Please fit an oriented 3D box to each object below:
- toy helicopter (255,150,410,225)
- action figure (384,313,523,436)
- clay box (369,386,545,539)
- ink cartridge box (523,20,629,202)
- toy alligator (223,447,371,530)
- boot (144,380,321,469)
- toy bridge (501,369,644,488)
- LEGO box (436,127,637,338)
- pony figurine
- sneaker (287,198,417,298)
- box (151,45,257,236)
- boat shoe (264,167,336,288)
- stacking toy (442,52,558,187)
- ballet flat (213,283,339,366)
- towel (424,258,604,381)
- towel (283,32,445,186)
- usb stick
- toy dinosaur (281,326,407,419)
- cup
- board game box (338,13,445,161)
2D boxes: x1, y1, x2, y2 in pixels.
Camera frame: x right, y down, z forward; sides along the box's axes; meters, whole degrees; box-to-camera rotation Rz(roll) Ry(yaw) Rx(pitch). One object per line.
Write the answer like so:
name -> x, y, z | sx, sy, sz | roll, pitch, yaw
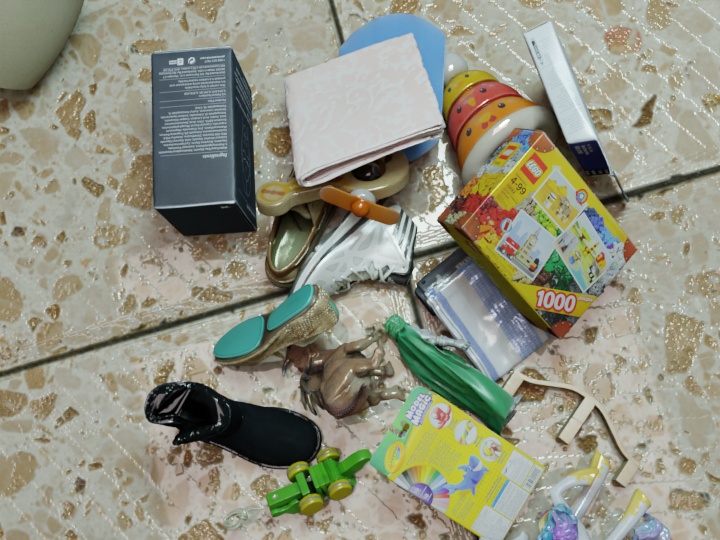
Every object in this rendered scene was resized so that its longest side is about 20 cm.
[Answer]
toy helicopter -> -0.032, -0.102, 1.167 | 0.197, 0.080, 0.133 | -17, 51, -8
action figure -> 0.109, 0.120, 1.178 | 0.199, 0.119, 0.055 | 37, 59, 18
clay box -> 0.112, 0.231, 1.136 | 0.199, 0.048, 0.116 | 35, 85, -13
ink cartridge box -> 0.269, -0.183, 1.169 | 0.040, 0.199, 0.203 | -23, 76, 17
toy alligator -> -0.072, 0.278, 1.170 | 0.197, 0.055, 0.060 | -26, 51, -3
boot -> -0.149, 0.189, 1.133 | 0.196, 0.168, 0.078 | 14, 80, 5
toy bridge -> 0.271, 0.187, 1.182 | 0.199, 0.027, 0.068 | 36, 83, 8
LEGO box -> 0.212, -0.044, 1.130 | 0.149, 0.077, 0.200 | -48, 113, -5
pony figurine -> 0.259, 0.337, 1.095 | 0.199, 0.167, 0.194 | -39, 69, -6
sneaker -> 0.000, 0.000, 1.209 | 0.115, 0.076, 0.201 | 38, 81, 11
box -> -0.199, -0.161, 1.214 | 0.105, 0.149, 0.204 | -4, 78, 3
boat shoe -> -0.074, -0.077, 1.229 | 0.074, 0.074, 0.204 | 14, 80, 5
stacking toy -> 0.150, -0.209, 1.233 | 0.145, 0.147, 0.201 | -32, 61, -3
ballet flat -> -0.103, 0.083, 1.181 | 0.065, 0.198, 0.071 | 38, 43, -29
towel -> 0.197, 0.031, 1.202 | 0.199, 0.024, 0.148 | -37, 96, -5
towel -> -0.001, -0.203, 1.173 | 0.188, 0.032, 0.202 | -18, 46, 7
usb stick -> 0.158, -0.020, 1.226 | 0.199, 0.033, 0.056 | -39, 80, -4
toy dinosaur -> -0.024, 0.138, 1.149 | 0.134, 0.200, 0.087 | -25, 108, 0
cup -> -0.478, -0.325, 1.255 | 0.197, 0.200, 0.146 | 19, 107, 6
board game box -> 0.045, -0.238, 1.267 | 0.155, 0.039, 0.204 | 2, 87, 26
